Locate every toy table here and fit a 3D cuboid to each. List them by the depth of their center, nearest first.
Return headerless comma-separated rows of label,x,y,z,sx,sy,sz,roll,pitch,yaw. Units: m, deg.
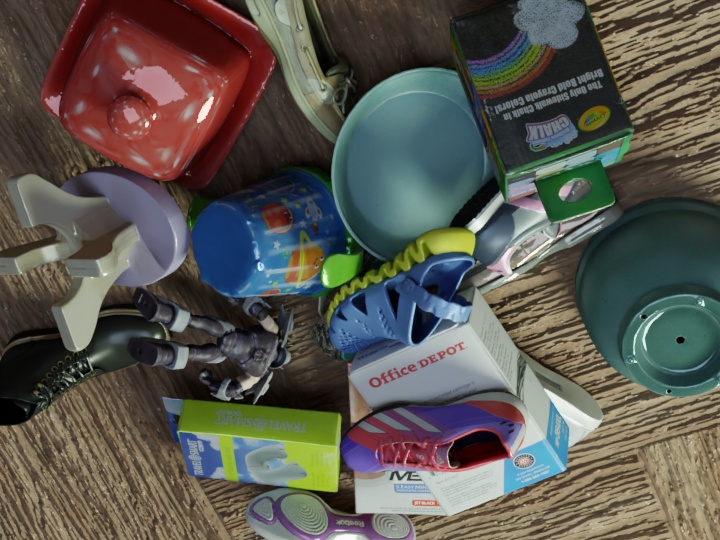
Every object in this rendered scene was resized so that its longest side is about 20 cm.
toy table,-0.279,-0.025,1.392,0.200,0.117,0.184,-14,103,46

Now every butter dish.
butter dish,-0.209,-0.171,1.341,0.200,0.148,0.199,28,118,-9

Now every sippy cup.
sippy cup,-0.093,-0.031,1.381,0.178,0.130,0.140,-22,85,41

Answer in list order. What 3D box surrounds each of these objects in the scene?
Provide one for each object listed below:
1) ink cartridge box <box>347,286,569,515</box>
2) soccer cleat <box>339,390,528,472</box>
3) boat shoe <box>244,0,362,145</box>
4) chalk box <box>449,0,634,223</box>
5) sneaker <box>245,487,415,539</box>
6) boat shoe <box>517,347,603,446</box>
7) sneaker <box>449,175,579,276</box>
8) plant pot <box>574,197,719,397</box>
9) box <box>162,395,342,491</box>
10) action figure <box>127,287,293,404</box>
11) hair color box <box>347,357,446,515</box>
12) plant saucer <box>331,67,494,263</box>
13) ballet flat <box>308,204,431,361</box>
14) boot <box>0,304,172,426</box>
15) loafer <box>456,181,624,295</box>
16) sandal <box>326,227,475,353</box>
ink cartridge box,0.104,0.135,1.424,0.146,0.084,0.200,-25,110,24
soccer cleat,0.066,0.171,1.360,0.200,0.073,0.068,-13,115,20
boat shoe,-0.043,-0.213,1.344,0.063,0.073,0.201,-22,106,22
chalk box,0.171,-0.142,1.268,0.125,0.124,0.200,-18,82,3
sneaker,-0.041,0.313,1.603,0.200,0.075,0.100,15,136,-14
boat shoe,0.167,0.128,1.504,0.200,0.072,0.069,28,117,-18
sneaker,0.185,-0.079,1.365,0.200,0.070,0.082,-40,105,1
plant pot,0.321,0.045,1.400,0.200,0.134,0.200,3,118,5
box,-0.122,0.195,1.553,0.200,0.048,0.122,5,147,3
action figure,-0.150,0.074,1.481,0.200,0.069,0.130,16,89,-40
hair color box,0.046,0.175,1.540,0.111,0.064,0.200,0,116,7
plant saucer,0.060,-0.102,1.372,0.200,0.036,0.200,-4,103,-20
ballet flat,0.000,0.000,1.451,0.075,0.068,0.200,37,109,24
boot,-0.312,0.113,1.506,0.200,0.138,0.077,-17,114,14
loafer,0.170,-0.036,1.420,0.200,0.072,0.063,-29,93,13
sandal,0.040,0.037,1.346,0.079,0.087,0.200,6,149,-39
